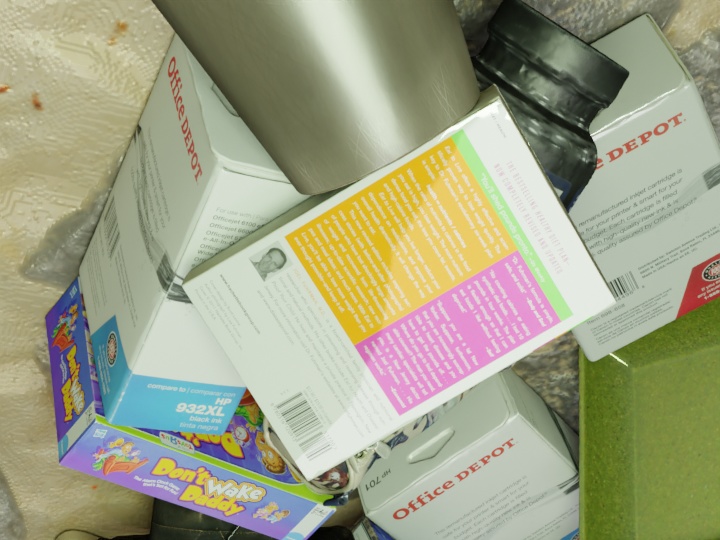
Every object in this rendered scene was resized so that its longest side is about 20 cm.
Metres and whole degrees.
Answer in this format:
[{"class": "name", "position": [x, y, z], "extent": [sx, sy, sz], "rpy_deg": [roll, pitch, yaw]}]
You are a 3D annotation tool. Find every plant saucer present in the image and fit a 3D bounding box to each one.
[{"class": "plant saucer", "position": [0.248, 0.119, 1.063], "extent": [0.048, 0.203, 0.198], "rpy_deg": [23, 149, -38]}]

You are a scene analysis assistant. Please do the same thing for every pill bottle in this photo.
[{"class": "pill bottle", "position": [0.069, -0.052, 0.865], "extent": [0.111, 0.112, 0.201], "rpy_deg": [24, 104, -33]}]

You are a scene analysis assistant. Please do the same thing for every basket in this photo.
[{"class": "basket", "position": [-0.032, -0.153, 0.761], "extent": [0.178, 0.136, 0.202], "rpy_deg": [-25, 105, 10]}]

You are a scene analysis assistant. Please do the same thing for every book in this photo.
[{"class": "book", "position": [0.021, 0.010, 0.803], "extent": [0.198, 0.048, 0.135], "rpy_deg": [-30, 102, 10]}]

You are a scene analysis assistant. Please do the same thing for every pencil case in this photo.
[{"class": "pencil case", "position": [0.030, 0.079, 1.028], "extent": [0.199, 0.089, 0.079], "rpy_deg": [-33, 129, -36]}]

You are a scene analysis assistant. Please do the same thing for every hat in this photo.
[{"class": "hat", "position": [-0.103, 0.175, 1.113], "extent": [0.198, 0.200, 0.082], "rpy_deg": [-3, 93, -15]}]

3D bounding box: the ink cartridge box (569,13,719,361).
[{"class": "ink cartridge box", "position": [0.176, -0.052, 1.009], "extent": [0.143, 0.084, 0.201], "rpy_deg": [-28, 134, 8]}]

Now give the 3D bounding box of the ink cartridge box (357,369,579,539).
[{"class": "ink cartridge box", "position": [0.104, 0.172, 1.185], "extent": [0.146, 0.086, 0.200], "rpy_deg": [-34, 130, 14]}]

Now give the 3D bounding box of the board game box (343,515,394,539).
[{"class": "board game box", "position": [-0.015, 0.310, 1.092], "extent": [0.097, 0.159, 0.200], "rpy_deg": [42, 93, -17]}]

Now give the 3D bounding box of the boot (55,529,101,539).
[{"class": "boot", "position": [-0.153, 0.291, 1.153], "extent": [0.198, 0.167, 0.073], "rpy_deg": [20, 120, -31]}]

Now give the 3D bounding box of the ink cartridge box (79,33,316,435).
[{"class": "ink cartridge box", "position": [-0.098, -0.023, 0.906], "extent": [0.083, 0.146, 0.201], "rpy_deg": [10, 127, -26]}]

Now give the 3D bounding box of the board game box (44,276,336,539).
[{"class": "board game box", "position": [-0.116, 0.098, 1.016], "extent": [0.199, 0.135, 0.045], "rpy_deg": [26, 120, -35]}]
